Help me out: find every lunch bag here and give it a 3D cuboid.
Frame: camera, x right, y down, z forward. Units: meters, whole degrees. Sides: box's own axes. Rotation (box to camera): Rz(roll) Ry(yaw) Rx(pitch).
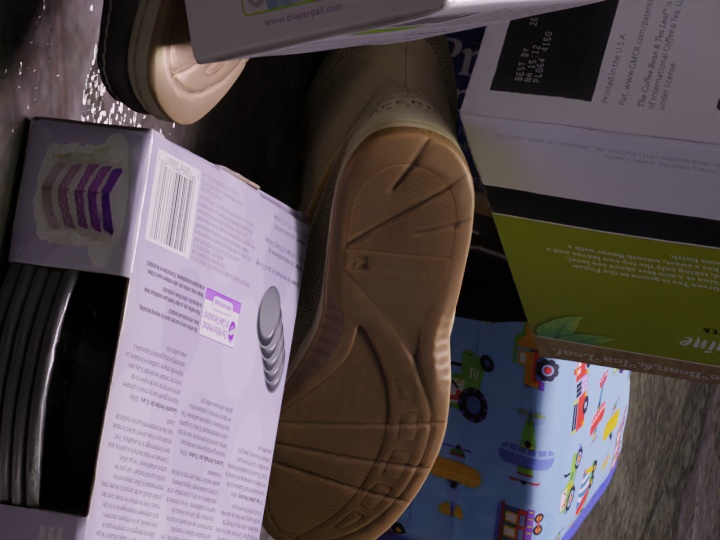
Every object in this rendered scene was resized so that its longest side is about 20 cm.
[{"bbox_3d":[0.101,0.051,1.482,0.200,0.094,0.152,-25,127,-55],"label":"lunch bag"}]

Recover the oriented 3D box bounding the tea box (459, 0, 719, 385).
[{"bbox_3d":[0.142,-0.085,1.210,0.197,0.133,0.201,67,36,-58],"label":"tea box"}]

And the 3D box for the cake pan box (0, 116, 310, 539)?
[{"bbox_3d":[-0.079,0.053,1.044,0.200,0.052,0.186,26,71,-73],"label":"cake pan box"}]

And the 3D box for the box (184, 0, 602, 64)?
[{"bbox_3d":[0.001,-0.175,0.927,0.112,0.101,0.202,-12,93,-54],"label":"box"}]

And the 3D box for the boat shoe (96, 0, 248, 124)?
[{"bbox_3d":[-0.060,-0.138,0.987,0.072,0.064,0.201,59,38,-58],"label":"boat shoe"}]

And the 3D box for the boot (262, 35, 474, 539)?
[{"bbox_3d":[0.000,0.000,1.209,0.156,0.072,0.201,-94,-167,-60],"label":"boot"}]

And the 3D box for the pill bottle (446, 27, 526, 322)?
[{"bbox_3d":[0.063,-0.087,1.347,0.112,0.111,0.201,56,44,-66],"label":"pill bottle"}]
